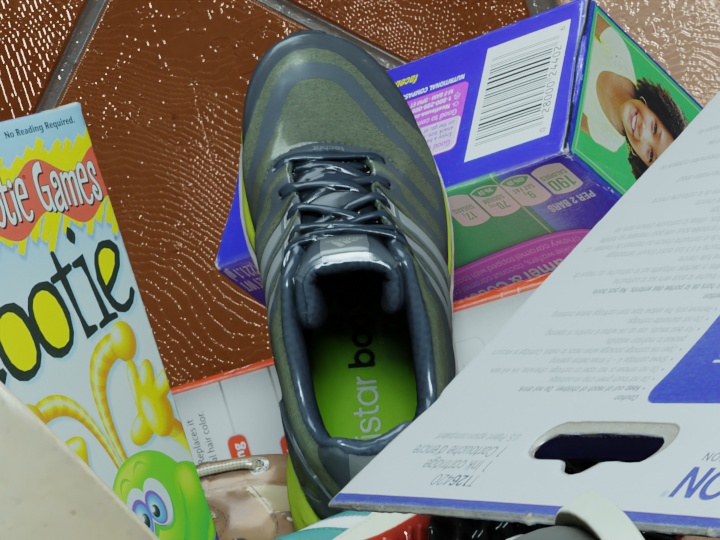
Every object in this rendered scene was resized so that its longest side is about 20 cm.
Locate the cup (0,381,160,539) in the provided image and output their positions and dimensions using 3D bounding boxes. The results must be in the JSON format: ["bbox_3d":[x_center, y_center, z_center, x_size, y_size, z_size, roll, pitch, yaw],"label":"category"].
[{"bbox_3d":[-0.125,0.092,0.590,0.143,0.200,0.200,-45,9,-15],"label":"cup"}]

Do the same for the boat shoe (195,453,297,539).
[{"bbox_3d":[-0.089,0.106,0.957,0.200,0.072,0.076,-10,-39,26],"label":"boat shoe"}]

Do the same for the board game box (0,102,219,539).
[{"bbox_3d":[-0.122,0.064,0.846,0.103,0.200,0.105,-17,2,34],"label":"board game box"}]

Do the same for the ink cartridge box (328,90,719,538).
[{"bbox_3d":[0.113,0.006,0.696,0.200,0.047,0.198,-48,21,-22],"label":"ink cartridge box"}]

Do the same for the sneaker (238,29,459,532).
[{"bbox_3d":[0.000,0.000,0.897,0.074,0.200,0.081,-11,-30,-3],"label":"sneaker"}]

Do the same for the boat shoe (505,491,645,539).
[{"bbox_3d":[0.031,0.092,0.586,0.061,0.072,0.201,-22,-5,-9],"label":"boat shoe"}]

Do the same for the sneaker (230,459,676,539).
[{"bbox_3d":[-0.007,0.107,0.799,0.200,0.070,0.093,-21,-15,-23],"label":"sneaker"}]

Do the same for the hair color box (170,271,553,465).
[{"bbox_3d":[0.005,0.072,0.985,0.200,0.102,0.061,-16,1,24],"label":"hair color box"}]

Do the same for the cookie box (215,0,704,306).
[{"bbox_3d":[0.076,0.003,1.051,0.171,0.075,0.200,-18,-43,39],"label":"cookie box"}]
